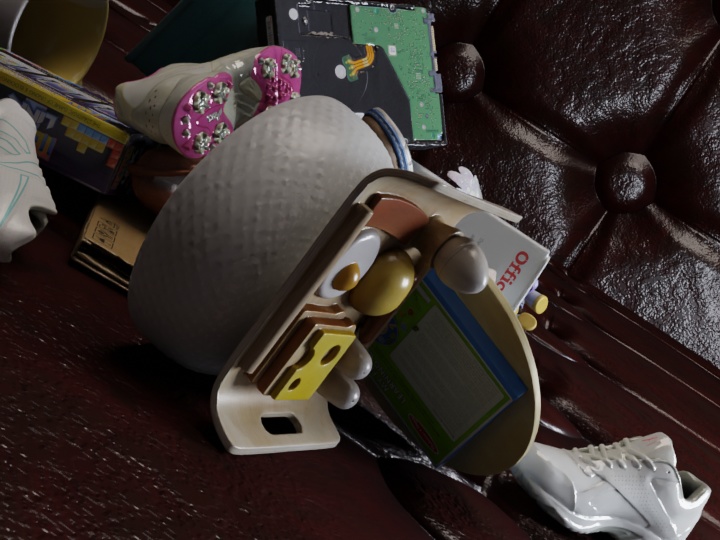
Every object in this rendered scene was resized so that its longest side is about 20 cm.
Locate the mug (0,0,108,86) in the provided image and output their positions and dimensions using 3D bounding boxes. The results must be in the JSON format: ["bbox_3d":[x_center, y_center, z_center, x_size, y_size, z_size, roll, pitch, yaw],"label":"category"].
[{"bbox_3d":[-0.357,-0.244,1.228,0.153,0.187,0.149,26,41,16],"label":"mug"}]

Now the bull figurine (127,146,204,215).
[{"bbox_3d":[-0.118,-0.061,1.024,0.121,0.066,0.200,19,6,14],"label":"bull figurine"}]

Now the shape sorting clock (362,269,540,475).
[{"bbox_3d":[0.052,0.055,0.884,0.039,0.201,0.200,-28,53,-37],"label":"shape sorting clock"}]

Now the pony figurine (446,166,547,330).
[{"bbox_3d":[0.126,0.005,1.473,0.200,0.166,0.194,36,-22,37],"label":"pony figurine"}]

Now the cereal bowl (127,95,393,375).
[{"bbox_3d":[-0.046,-0.008,0.788,0.083,0.201,0.200,40,12,20],"label":"cereal bowl"}]

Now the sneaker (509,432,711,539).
[{"bbox_3d":[0.204,0.165,1.006,0.199,0.100,0.078,27,11,-31],"label":"sneaker"}]

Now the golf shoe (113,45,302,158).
[{"bbox_3d":[-0.119,-0.147,1.004,0.091,0.076,0.200,14,21,24],"label":"golf shoe"}]

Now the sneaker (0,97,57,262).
[{"bbox_3d":[-0.240,-0.055,0.813,0.080,0.070,0.200,39,14,-16],"label":"sneaker"}]

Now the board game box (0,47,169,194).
[{"bbox_3d":[-0.258,-0.128,1.032,0.199,0.057,0.165,26,9,7],"label":"board game box"}]

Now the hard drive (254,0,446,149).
[{"bbox_3d":[-0.006,-0.183,1.164,0.199,0.141,0.038,-6,0,-40],"label":"hard drive"}]

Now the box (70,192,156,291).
[{"bbox_3d":[-0.140,-0.003,0.965,0.163,0.021,0.200,31,10,-14],"label":"box"}]

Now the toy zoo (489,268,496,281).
[{"bbox_3d":[0.043,0.020,1.135,0.199,0.021,0.131,24,45,6],"label":"toy zoo"}]

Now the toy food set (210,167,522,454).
[{"bbox_3d":[0.008,0.031,0.752,0.060,0.200,0.143,42,14,23],"label":"toy food set"}]

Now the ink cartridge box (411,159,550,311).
[{"bbox_3d":[0.066,-0.006,1.231,0.199,0.146,0.083,35,-8,9],"label":"ink cartridge box"}]

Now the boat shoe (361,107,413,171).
[{"bbox_3d":[-0.009,-0.051,1.033,0.072,0.200,0.072,-24,61,-24],"label":"boat shoe"}]

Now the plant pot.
[{"bbox_3d":[-0.098,-0.212,1.229,0.188,0.200,0.200,46,7,-15],"label":"plant pot"}]
